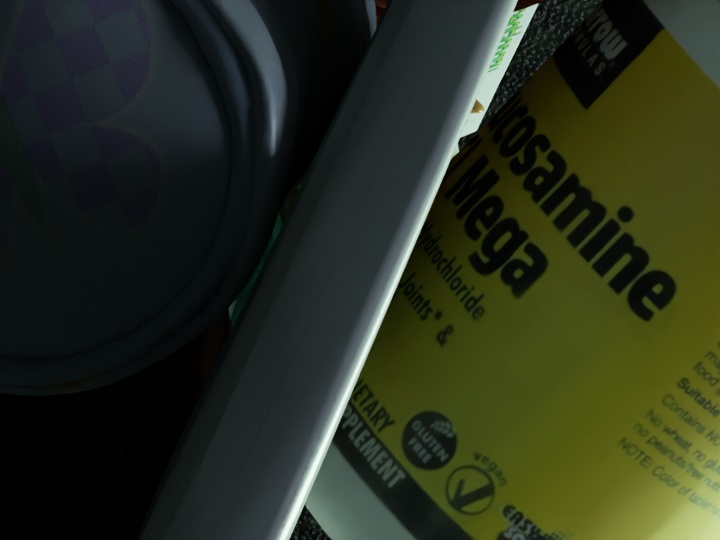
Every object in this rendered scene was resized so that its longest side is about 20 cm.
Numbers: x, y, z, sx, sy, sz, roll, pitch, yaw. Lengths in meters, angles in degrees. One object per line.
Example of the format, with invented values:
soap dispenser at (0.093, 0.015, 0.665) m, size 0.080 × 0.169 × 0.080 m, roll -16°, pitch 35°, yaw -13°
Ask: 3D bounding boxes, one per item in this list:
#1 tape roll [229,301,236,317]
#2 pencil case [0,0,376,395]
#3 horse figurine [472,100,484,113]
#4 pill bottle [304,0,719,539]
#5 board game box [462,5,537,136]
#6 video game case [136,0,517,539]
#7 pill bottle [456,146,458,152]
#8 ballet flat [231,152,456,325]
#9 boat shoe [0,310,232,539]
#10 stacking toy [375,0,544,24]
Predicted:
tape roll at (-0.102, 0.076, 0.743) m, size 0.202 × 0.071 × 0.203 m, roll 25°, pitch 90°, yaw -89°
pencil case at (-0.046, -0.035, 0.551) m, size 0.091 × 0.083 × 0.200 m, roll -45°, pitch -177°, yaw 13°
horse figurine at (0.003, -0.112, 0.947) m, size 0.200 × 0.132 × 0.050 m, roll -53°, pitch 177°, yaw 21°
pill bottle at (0.077, -0.004, 0.685) m, size 0.200 × 0.112 × 0.112 m, roll -46°, pitch -177°, yaw 12°
board game box at (0.019, -0.129, 1.086) m, size 0.034 × 0.127 × 0.200 m, roll -21°, pitch 171°, yaw -9°
video game case at (-0.012, 0.016, 0.543) m, size 0.182 × 0.023 × 0.201 m, roll 113°, pitch 0°, yaw -56°
pill bottle at (-0.050, 0.018, 0.936) m, size 0.112 × 0.112 × 0.200 m, roll -64°, pitch 179°, yaw -50°
ballet flat at (0.000, 0.000, 0.780) m, size 0.067 × 0.067 × 0.200 m, roll -20°, pitch 155°, yaw -11°
boat shoe at (-0.063, 0.038, 0.577) m, size 0.068 × 0.072 × 0.200 m, roll -27°, pitch -167°, yaw 30°
stacking toy at (0.012, -0.106, 0.719) m, size 0.147 × 0.146 × 0.200 m, roll -65°, pitch -173°, yaw -28°
